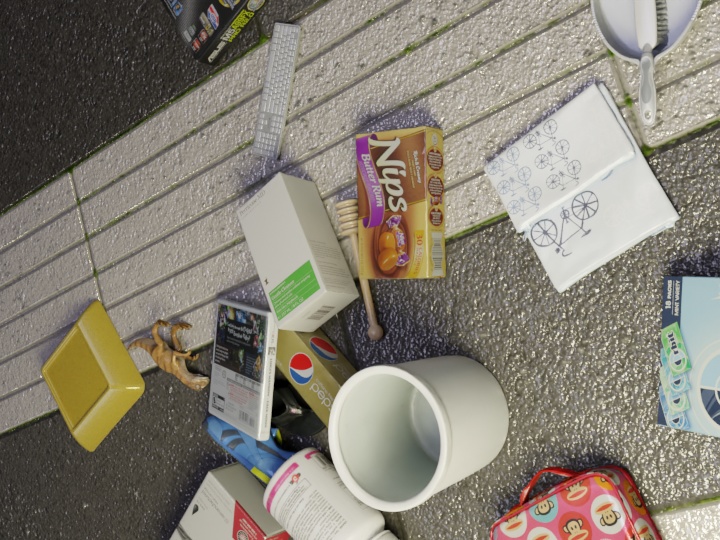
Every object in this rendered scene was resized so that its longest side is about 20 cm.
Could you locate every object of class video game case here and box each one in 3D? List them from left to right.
[{"bbox_3d":[-0.180,0.144,1.383,0.199,0.023,0.186,8,94,60],"label":"video game case"}]

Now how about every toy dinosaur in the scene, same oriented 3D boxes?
[{"bbox_3d":[-0.333,0.132,1.515,0.198,0.060,0.108,28,107,30],"label":"toy dinosaur"}]

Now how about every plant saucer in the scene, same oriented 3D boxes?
[{"bbox_3d":[-0.494,0.191,1.631,0.200,0.048,0.202,-45,68,25],"label":"plant saucer"}]

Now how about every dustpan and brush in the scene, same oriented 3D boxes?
[{"bbox_3d":[0.336,-0.269,1.060,0.137,0.057,0.205,-4,89,33],"label":"dustpan and brush"}]

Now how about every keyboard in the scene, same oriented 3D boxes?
[{"bbox_3d":[-0.130,-0.276,1.401,0.055,0.011,0.205,17,100,32],"label":"keyboard"}]

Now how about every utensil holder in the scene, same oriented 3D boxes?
[{"bbox_3d":[0.081,0.198,1.157,0.167,0.198,0.174,0,91,33],"label":"utensil holder"}]

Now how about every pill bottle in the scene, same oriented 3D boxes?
[{"bbox_3d":[-0.037,0.359,1.290,0.199,0.113,0.115,40,111,27],"label":"pill bottle"}]

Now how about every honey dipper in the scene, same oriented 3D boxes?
[{"bbox_3d":[0.000,0.000,1.305,0.037,0.038,0.205,-14,85,32],"label":"honey dipper"}]

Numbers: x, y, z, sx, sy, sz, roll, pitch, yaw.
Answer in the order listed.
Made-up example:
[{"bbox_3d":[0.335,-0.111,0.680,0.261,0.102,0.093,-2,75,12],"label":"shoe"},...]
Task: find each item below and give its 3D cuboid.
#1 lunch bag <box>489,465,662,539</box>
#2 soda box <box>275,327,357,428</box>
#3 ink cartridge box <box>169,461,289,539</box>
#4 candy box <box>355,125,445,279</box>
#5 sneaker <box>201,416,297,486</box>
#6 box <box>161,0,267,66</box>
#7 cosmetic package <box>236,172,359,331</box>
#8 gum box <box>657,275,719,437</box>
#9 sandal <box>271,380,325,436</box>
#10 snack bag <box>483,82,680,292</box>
[{"bbox_3d":[0.257,0.330,1.112,0.199,0.081,0.179,-34,72,30],"label":"lunch bag"},{"bbox_3d":[-0.048,0.161,1.320,0.200,0.067,0.064,46,115,24],"label":"soda box"},{"bbox_3d":[-0.213,0.429,1.426,0.146,0.082,0.202,40,111,25],"label":"ink cartridge box"},{"bbox_3d":[0.056,-0.091,1.254,0.115,0.056,0.205,0,92,34],"label":"candy box"},{"bbox_3d":[-0.167,0.268,1.415,0.198,0.066,0.079,27,74,39],"label":"sneaker"},{"bbox_3d":[-0.246,-0.458,1.454,0.160,0.044,0.202,-41,70,28],"label":"box"},{"bbox_3d":[-0.093,-0.026,1.321,0.107,0.084,0.203,-38,64,28],"label":"cosmetic package"},{"bbox_3d":[0.412,0.094,0.976,0.199,0.044,0.174,1,89,59],"label":"gum box"},{"bbox_3d":[-0.131,0.203,1.388,0.197,0.048,0.077,14,98,34],"label":"sandal"},{"bbox_3d":[0.269,-0.097,1.133,0.187,0.021,0.203,-34,73,29],"label":"snack bag"}]
